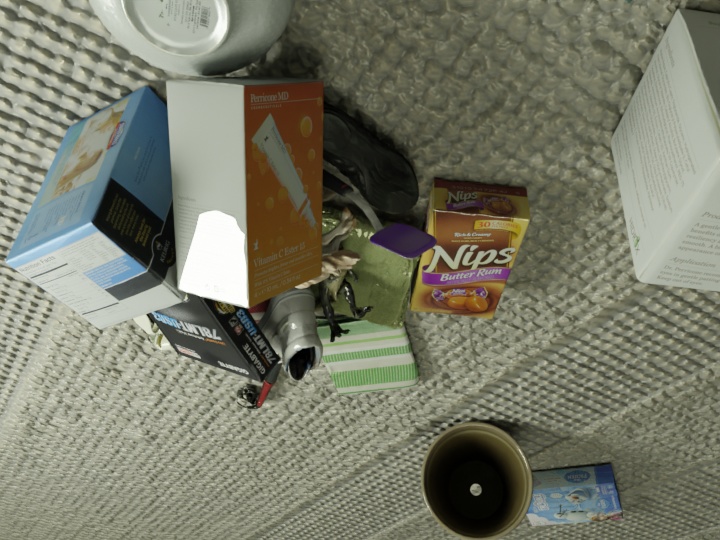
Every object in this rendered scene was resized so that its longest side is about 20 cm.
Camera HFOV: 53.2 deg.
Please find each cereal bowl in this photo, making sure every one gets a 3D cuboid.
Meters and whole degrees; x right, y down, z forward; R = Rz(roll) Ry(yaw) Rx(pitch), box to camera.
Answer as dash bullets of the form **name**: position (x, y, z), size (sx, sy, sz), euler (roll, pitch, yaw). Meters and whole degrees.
- **cereal bowl**: position (-0.153, -0.251, 0.626), size (0.196, 0.084, 0.202), euler (3, 140, 2)

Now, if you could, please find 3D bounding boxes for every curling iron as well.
- **curling iron**: position (-0.162, 0.183, 1.205), size (0.049, 0.026, 0.200), euler (16, 139, -19)

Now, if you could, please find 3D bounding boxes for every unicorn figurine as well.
- **unicorn figurine**: position (-0.082, -0.053, 0.839), size (0.137, 0.201, 0.074), euler (-36, 127, 5)

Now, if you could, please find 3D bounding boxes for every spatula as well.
- **spatula**: position (-0.002, -0.071, 0.772), size (0.199, 0.056, 0.021), euler (40, 136, 26)

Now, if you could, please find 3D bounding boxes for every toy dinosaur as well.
- **toy dinosaur**: position (-0.033, 0.035, 0.920), size (0.047, 0.089, 0.201), euler (-21, 158, -27)

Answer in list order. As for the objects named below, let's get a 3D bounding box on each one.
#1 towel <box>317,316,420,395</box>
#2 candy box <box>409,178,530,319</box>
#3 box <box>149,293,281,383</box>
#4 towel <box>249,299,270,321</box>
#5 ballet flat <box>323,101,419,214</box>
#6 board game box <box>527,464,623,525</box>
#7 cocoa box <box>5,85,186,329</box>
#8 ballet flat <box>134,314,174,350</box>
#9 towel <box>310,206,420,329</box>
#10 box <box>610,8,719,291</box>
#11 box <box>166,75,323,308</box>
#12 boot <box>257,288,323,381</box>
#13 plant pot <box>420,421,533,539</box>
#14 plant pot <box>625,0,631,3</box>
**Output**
- **towel**: position (0.009, 0.133, 1.135), size (0.150, 0.024, 0.201), euler (-7, 138, 12)
- **candy box**: position (0.131, -0.021, 0.907), size (0.115, 0.057, 0.202), euler (5, 140, -1)
- **box**: position (-0.218, 0.042, 0.917), size (0.198, 0.050, 0.200), euler (10, 136, 44)
- **towel**: position (-0.184, 0.015, 0.984), size (0.142, 0.023, 0.201), euler (-4, 143, 29)
- **ballet flat**: position (0.002, -0.128, 0.803), size (0.066, 0.057, 0.199), euler (-44, 132, 10)
- **board game box**: position (0.436, 0.473, 1.501), size (0.196, 0.044, 0.201), euler (-11, 139, 19)
- **cocoa box**: position (-0.253, -0.067, 0.765), size (0.132, 0.202, 0.131), euler (-18, 137, 26)
- **ballet flat**: position (-0.288, 0.073, 1.046), size (0.067, 0.069, 0.201), euler (-9, 140, 25)
- **towel**: position (0.000, 0.000, 0.945), size (0.146, 0.037, 0.201), euler (14, 141, 5)
- **box**: position (0.367, -0.104, 0.669), size (0.195, 0.202, 0.172), euler (7, 144, -3)
- **box**: position (-0.108, -0.083, 0.705), size (0.096, 0.124, 0.204), euler (12, 110, 30)
- **boot**: position (-0.099, 0.106, 0.966), size (0.072, 0.097, 0.201), euler (-5, 152, -18)
- **plant pot**: position (0.215, 0.399, 1.332), size (0.196, 0.203, 0.174), euler (-3, 157, 9)
- **plant pot**: position (0.215, -0.322, 0.469), size (0.199, 0.143, 0.141), euler (-33, 130, 27)
